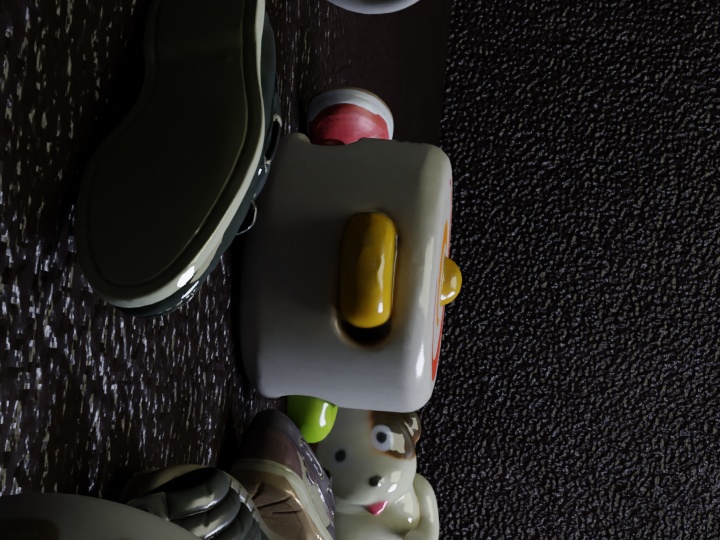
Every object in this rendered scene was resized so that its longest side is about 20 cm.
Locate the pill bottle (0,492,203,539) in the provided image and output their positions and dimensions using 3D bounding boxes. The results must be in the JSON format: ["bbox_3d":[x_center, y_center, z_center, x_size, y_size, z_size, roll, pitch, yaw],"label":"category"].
[{"bbox_3d":[-0.091,0.167,0.338,0.202,0.114,0.117,-77,171,-46],"label":"pill bottle"}]

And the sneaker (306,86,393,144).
[{"bbox_3d":[-0.012,-0.055,1.098,0.201,0.070,0.114,87,7,-66],"label":"sneaker"}]

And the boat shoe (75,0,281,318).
[{"bbox_3d":[-0.068,-0.046,0.574,0.201,0.073,0.067,-92,169,-45],"label":"boat shoe"}]

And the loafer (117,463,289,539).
[{"bbox_3d":[-0.079,0.154,0.696,0.200,0.066,0.077,57,33,-55],"label":"loafer"}]

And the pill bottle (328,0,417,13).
[{"bbox_3d":[0.019,-0.280,0.991,0.201,0.112,0.116,-77,170,-52],"label":"pill bottle"}]

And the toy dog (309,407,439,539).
[{"bbox_3d":[0.005,0.190,1.182,0.202,0.137,0.196,89,-4,-47],"label":"toy dog"}]

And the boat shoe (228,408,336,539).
[{"bbox_3d":[-0.048,0.157,0.950,0.201,0.071,0.066,73,29,-60],"label":"boat shoe"}]

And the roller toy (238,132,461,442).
[{"bbox_3d":[0.000,0.000,0.934,0.202,0.137,0.184,88,9,-48],"label":"roller toy"}]

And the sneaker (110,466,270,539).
[{"bbox_3d":[-0.098,0.152,0.541,0.200,0.070,0.100,-40,104,-51],"label":"sneaker"}]
